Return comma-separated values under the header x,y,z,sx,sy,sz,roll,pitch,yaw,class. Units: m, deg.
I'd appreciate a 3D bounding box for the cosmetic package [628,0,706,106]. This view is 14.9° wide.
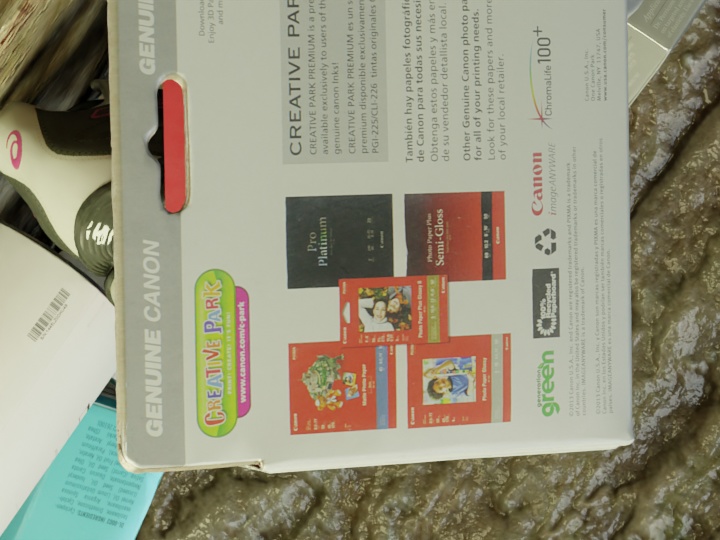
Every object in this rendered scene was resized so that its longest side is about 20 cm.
x,y,z,sx,sy,sz,roll,pitch,yaw,class
0.087,-0.185,1.382,0.107,0.200,0.090,-53,177,-23,cosmetic package

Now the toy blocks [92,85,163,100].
x,y,z,sx,sy,sz,roll,pitch,yaw,class
-0.036,-0.109,1.115,0.137,0.100,0.200,-41,-172,48,toy blocks

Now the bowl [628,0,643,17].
x,y,z,sx,sy,sz,roll,pitch,yaw,class
0.057,-0.155,1.020,0.200,0.075,0.200,-32,124,-67,bowl

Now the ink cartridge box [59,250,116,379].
x,y,z,sx,sy,sz,roll,pitch,yaw,class
-0.115,0.033,1.176,0.176,0.045,0.200,-33,172,-18,ink cartridge box

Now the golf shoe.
x,y,z,sx,sy,sz,roll,pitch,yaw,class
-0.059,-0.041,0.990,0.077,0.088,0.200,-58,168,14,golf shoe

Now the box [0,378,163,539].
x,y,z,sx,sy,sz,roll,pitch,yaw,class
-0.142,0.131,1.034,0.082,0.049,0.200,29,-83,55,box

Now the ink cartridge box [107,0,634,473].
x,y,z,sx,sy,sz,roll,pitch,yaw,class
-0.009,-0.042,0.866,0.084,0.175,0.200,-174,-97,-65,ink cartridge box

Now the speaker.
x,y,z,sx,sy,sz,roll,pitch,yaw,class
-0.163,0.081,0.936,0.200,0.081,0.081,-56,180,-16,speaker
